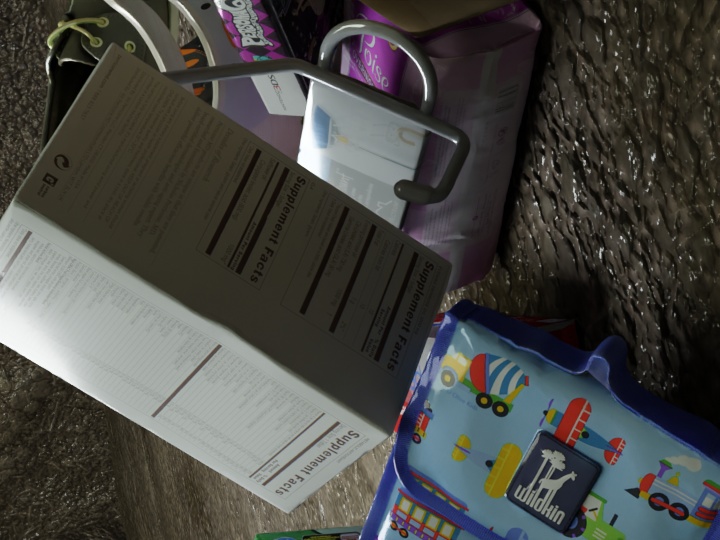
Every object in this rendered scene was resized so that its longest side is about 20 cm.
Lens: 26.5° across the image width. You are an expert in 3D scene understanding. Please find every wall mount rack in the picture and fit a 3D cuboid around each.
[{"bbox_3d":[-0.038,-0.049,0.797,0.201,0.173,0.075,104,-169,-52],"label":"wall mount rack"}]

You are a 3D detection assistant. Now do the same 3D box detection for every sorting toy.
[{"bbox_3d":[-0.071,-0.148,0.935,0.106,0.180,0.201,-15,103,48],"label":"sorting toy"}]

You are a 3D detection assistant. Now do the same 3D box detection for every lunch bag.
[{"bbox_3d":[0.092,0.104,0.709,0.150,0.094,0.201,30,134,17],"label":"lunch bag"}]

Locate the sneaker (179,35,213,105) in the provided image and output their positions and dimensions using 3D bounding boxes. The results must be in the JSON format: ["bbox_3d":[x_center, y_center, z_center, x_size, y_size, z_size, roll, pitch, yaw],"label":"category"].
[{"bbox_3d":[-0.114,-0.073,1.003,0.078,0.112,0.201,46,-143,-36],"label":"sneaker"}]

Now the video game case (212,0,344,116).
[{"bbox_3d":[-0.038,-0.217,0.825,0.182,0.036,0.201,62,-143,-57],"label":"video game case"}]

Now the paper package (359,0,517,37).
[{"bbox_3d":[0.005,-0.221,0.666,0.200,0.103,0.192,20,-131,-64],"label":"paper package"}]

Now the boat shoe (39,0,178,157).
[{"bbox_3d":[-0.159,-0.122,0.939,0.072,0.060,0.203,1,86,33],"label":"boat shoe"}]

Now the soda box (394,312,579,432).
[{"bbox_3d":[0.066,0.065,0.898,0.200,0.063,0.071,180,79,-75],"label":"soda box"}]

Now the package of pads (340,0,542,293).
[{"bbox_3d":[0.037,-0.089,0.863,0.201,0.075,0.121,96,152,-49],"label":"package of pads"}]

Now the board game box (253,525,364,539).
[{"bbox_3d":[0.053,0.189,0.788,0.135,0.199,0.029,62,142,42],"label":"board game box"}]

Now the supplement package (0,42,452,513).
[{"bbox_3d":[-0.075,0.008,0.739,0.114,0.199,0.110,-42,19,49],"label":"supplement package"}]
